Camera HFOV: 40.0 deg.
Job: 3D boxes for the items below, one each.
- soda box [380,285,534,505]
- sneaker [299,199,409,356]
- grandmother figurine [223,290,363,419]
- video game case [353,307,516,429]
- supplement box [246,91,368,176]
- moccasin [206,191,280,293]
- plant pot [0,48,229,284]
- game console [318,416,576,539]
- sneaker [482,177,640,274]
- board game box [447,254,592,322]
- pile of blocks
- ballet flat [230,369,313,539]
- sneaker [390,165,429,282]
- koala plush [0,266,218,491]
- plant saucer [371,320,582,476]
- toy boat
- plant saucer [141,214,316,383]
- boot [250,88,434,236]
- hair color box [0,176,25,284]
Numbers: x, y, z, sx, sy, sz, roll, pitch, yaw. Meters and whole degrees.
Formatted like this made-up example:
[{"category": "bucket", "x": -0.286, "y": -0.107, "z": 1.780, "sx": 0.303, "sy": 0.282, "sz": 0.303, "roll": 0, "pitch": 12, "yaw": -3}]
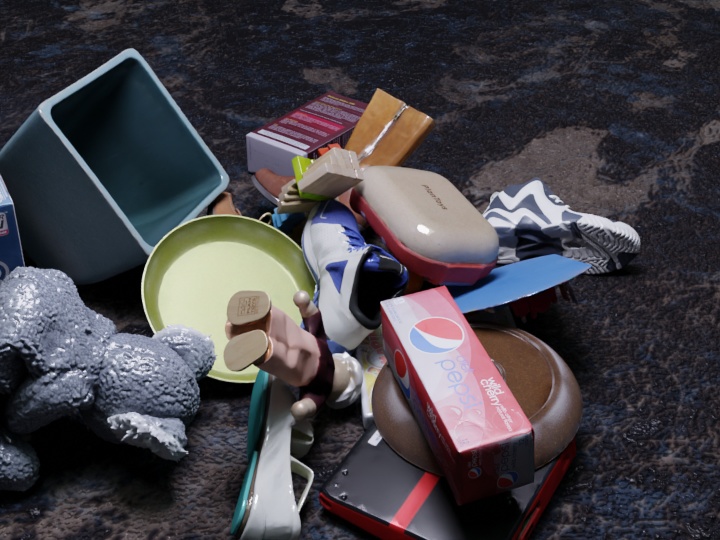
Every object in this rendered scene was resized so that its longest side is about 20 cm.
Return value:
[{"category": "soda box", "x": 0.078, "y": 0.100, "z": 0.850, "sx": 0.069, "sy": 0.064, "sz": 0.201, "roll": -13, "pitch": 37, "yaw": -12}, {"category": "sneaker", "x": 0.000, "y": 0.001, "z": 1.035, "sx": 0.080, "sy": 0.115, "sz": 0.202, "roll": 30, "pitch": 40, "yaw": -31}, {"category": "grandmother figurine", "x": -0.055, "y": 0.079, "z": 0.909, "sx": 0.060, "sy": 0.200, "sz": 0.123, "roll": -1, "pitch": 66, "yaw": 26}, {"category": "video game case", "x": 0.083, "y": 0.089, "z": 1.035, "sx": 0.178, "sy": 0.023, "sz": 0.201, "roll": -3, "pitch": 33, "yaw": -4}, {"category": "supplement box", "x": -0.062, "y": -0.191, "z": 1.438, "sx": 0.108, "sy": 0.062, "sz": 0.199, "roll": 23, "pitch": 39, "yaw": 30}, {"category": "moccasin", "x": -0.137, "y": -0.027, "z": 1.167, "sx": 0.076, "sy": 0.075, "sz": 0.202, "roll": -8, "pitch": 34, "yaw": -18}, {"category": "plant pot", "x": -0.312, "y": -0.098, "z": 1.153, "sx": 0.198, "sy": 0.197, "sz": 0.197, "roll": -27, "pitch": 17, "yaw": 33}, {"category": "game console", "x": 0.084, "y": 0.173, "z": 0.882, "sx": 0.175, "sy": 0.031, "sz": 0.200, "roll": 18, "pitch": 42, "yaw": 27}, {"category": "sneaker", "x": 0.244, "y": -0.066, "z": 1.225, "sx": 0.195, "sy": 0.080, "sz": 0.131, "roll": -2, "pitch": 39, "yaw": 16}, {"category": "board game box", "x": 0.155, "y": 0.031, "z": 1.038, "sx": 0.155, "sy": 0.040, "sz": 0.200, "roll": -19, "pitch": 7, "yaw": -3}, {"category": "pile of blocks", "x": -0.067, "y": -0.092, "z": 1.135, "sx": 0.081, "sy": 0.200, "sz": 0.063, "roll": -6, "pitch": 68, "yaw": -25}, {"category": "ballet flat", "x": -0.073, "y": 0.166, "z": 0.885, "sx": 0.068, "sy": 0.070, "sz": 0.201, "roll": 1, "pitch": 36, "yaw": 0}, {"category": "sneaker", "x": 0.067, "y": -0.063, "z": 1.218, "sx": 0.071, "sy": 0.086, "sz": 0.201, "roll": -7, "pitch": 35, "yaw": -15}, {"category": "koala plush", "x": -0.236, "y": 0.100, "z": 0.895, "sx": 0.196, "sy": 0.186, "sz": 0.178, "roll": 14, "pitch": 33, "yaw": 0}, {"category": "plant saucer", "x": 0.107, "y": 0.108, "z": 0.916, "sx": 0.196, "sy": 0.033, "sz": 0.202, "roll": -2, "pitch": 36, "yaw": 2}, {"category": "toy boat", "x": 0.059, "y": -0.030, "z": 1.112, "sx": 0.129, "sy": 0.132, "sz": 0.201, "roll": 2, "pitch": 33, "yaw": -31}, {"category": "plant saucer", "x": -0.134, "y": 0.033, "z": 1.047, "sx": 0.196, "sy": 0.031, "sz": 0.203, "roll": 10, "pitch": 56, "yaw": -15}, {"category": "boot", "x": -0.028, "y": -0.148, "z": 1.254, "sx": 0.187, "sy": 0.068, "sz": 0.202, "roll": 29, "pitch": 86, "yaw": 37}, {"category": "hair color box", "x": -0.368, "y": 0.007, "z": 0.991, "sx": 0.060, "sy": 0.203, "sz": 0.100, "roll": -15, "pitch": 35, "yaw": -24}]
